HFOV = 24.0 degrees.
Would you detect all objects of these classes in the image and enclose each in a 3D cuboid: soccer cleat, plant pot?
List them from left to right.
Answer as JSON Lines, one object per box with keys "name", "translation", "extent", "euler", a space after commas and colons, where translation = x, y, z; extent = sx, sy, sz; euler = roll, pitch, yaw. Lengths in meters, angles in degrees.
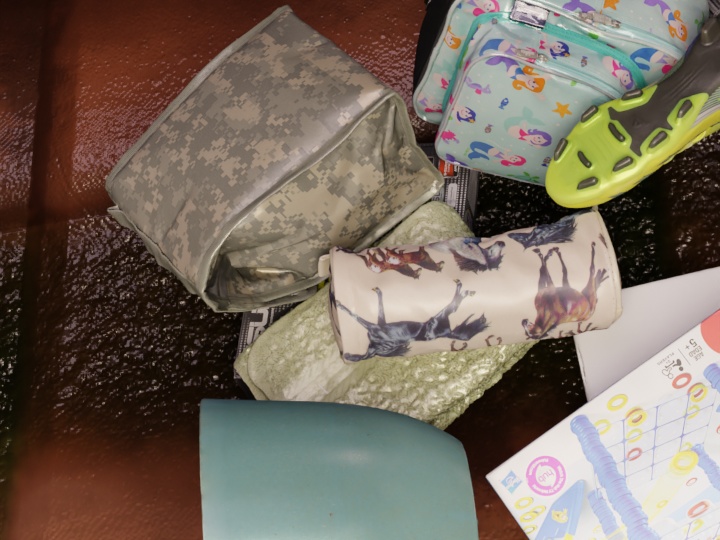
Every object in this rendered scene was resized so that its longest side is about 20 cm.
{"name": "plant pot", "translation": [-0.011, 0.173, 1.041], "extent": [0.161, 0.201, 0.201], "euler": [-4, 59, -3]}
{"name": "soccer cleat", "translation": [0.211, -0.100, 1.127], "extent": [0.200, 0.084, 0.065], "euler": [-40, 54, -5]}

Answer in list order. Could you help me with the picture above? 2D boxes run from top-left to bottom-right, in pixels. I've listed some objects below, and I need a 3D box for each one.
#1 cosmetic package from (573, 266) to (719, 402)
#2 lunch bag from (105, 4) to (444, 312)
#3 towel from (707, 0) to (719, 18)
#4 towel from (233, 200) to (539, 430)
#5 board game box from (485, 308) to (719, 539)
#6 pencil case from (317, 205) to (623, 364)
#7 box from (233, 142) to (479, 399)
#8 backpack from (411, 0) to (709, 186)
{"name": "cosmetic package", "translation": [0.250, 0.055, 1.143], "extent": [0.200, 0.074, 0.102], "euler": [-13, 58, 10]}
{"name": "lunch bag", "translation": [-0.070, -0.067, 1.210], "extent": [0.200, 0.118, 0.164], "euler": [-39, 45, -8]}
{"name": "towel", "translation": [0.349, -0.218, 1.235], "extent": [0.200, 0.035, 0.193], "euler": [-11, 22, 6]}
{"name": "towel", "translation": [0.022, 0.051, 1.177], "extent": [0.200, 0.036, 0.148], "euler": [-39, 60, -8]}
{"name": "board game box", "translation": [0.215, 0.153, 1.055], "extent": [0.200, 0.056, 0.196], "euler": [-36, 76, 3]}
{"name": "pencil case", "translation": [0.071, 0.010, 1.122], "extent": [0.200, 0.078, 0.089], "euler": [-8, 41, 4]}
{"name": "box", "translation": [0.000, 0.000, 1.258], "extent": [0.160, 0.044, 0.200], "euler": [1, 61, 14]}
{"name": "backpack", "translation": [0.148, -0.150, 1.219], "extent": [0.200, 0.178, 0.151], "euler": [10, 61, -8]}
